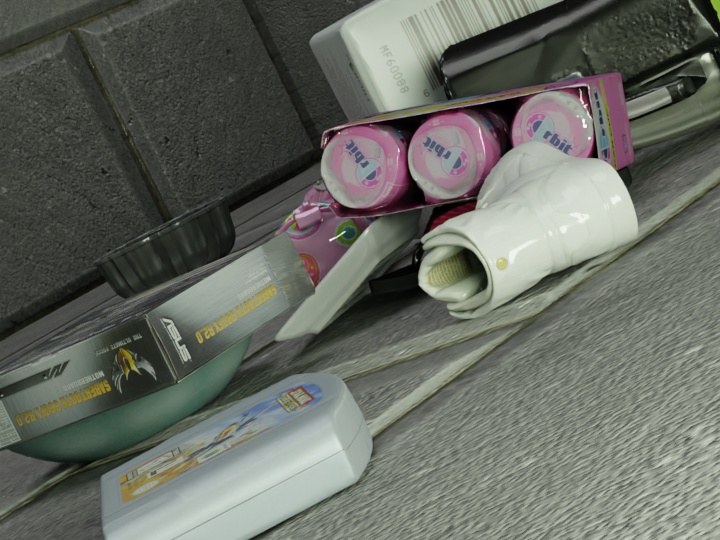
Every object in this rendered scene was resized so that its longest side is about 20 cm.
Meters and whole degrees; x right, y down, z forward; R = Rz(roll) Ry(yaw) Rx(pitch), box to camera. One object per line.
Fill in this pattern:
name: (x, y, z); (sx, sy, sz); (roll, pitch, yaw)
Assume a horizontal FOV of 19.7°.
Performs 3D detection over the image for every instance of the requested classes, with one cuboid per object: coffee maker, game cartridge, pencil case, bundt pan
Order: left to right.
bundt pan: (-0.253, -0.023, 2.778); (0.201, 0.076, 0.202); (-27, 5, 3)
game cartridge: (-0.061, 0.095, 0.998); (0.133, 0.042, 0.200); (-31, 6, -6)
pencil case: (-0.025, -0.027, 1.710); (0.087, 0.088, 0.200); (-26, 6, 7)
coffee maker: (0.162, -0.163, 1.525); (0.199, 0.193, 0.135); (-23, -14, 13)

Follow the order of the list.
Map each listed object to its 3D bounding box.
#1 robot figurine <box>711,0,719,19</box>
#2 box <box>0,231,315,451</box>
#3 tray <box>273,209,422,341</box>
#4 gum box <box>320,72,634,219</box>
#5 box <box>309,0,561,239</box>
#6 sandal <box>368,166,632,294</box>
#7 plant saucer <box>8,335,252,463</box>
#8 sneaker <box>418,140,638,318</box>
robot figurine: (0.286, -0.213, 1.702); (0.200, 0.116, 0.176); (-51, 2, -41)
box: (-0.150, 0.049, 1.367); (0.199, 0.049, 0.158); (-21, 7, 37)
tray: (0.000, 0.000, 1.495); (0.107, 0.022, 0.200); (-49, -3, 15)
gum box: (0.077, -0.085, 1.424); (0.198, 0.067, 0.113); (-8, 6, 20)
box: (0.095, -0.152, 1.703); (0.198, 0.201, 0.171); (-28, 8, -8)
sandal: (0.093, -0.038, 1.454); (0.199, 0.045, 0.075); (-26, 7, 3)
plant saucer: (-0.153, 0.091, 1.447); (0.200, 0.039, 0.201); (-27, 6, 3)
sneaker: (0.078, -0.024, 1.251); (0.115, 0.074, 0.200); (-24, 6, -12)
